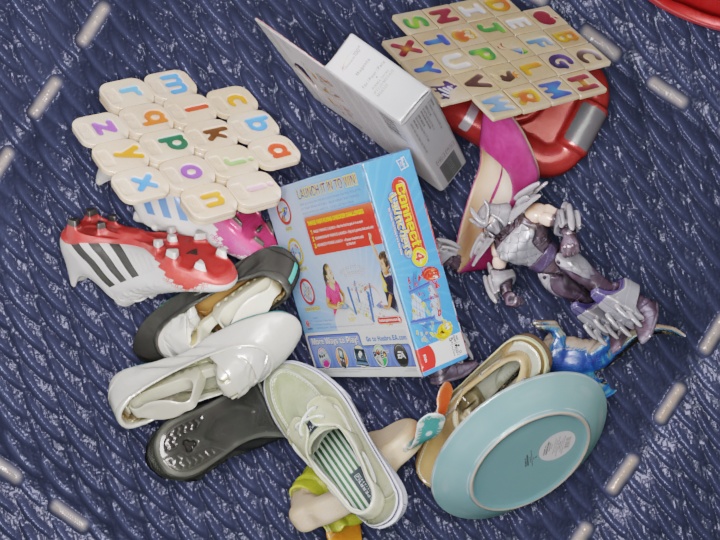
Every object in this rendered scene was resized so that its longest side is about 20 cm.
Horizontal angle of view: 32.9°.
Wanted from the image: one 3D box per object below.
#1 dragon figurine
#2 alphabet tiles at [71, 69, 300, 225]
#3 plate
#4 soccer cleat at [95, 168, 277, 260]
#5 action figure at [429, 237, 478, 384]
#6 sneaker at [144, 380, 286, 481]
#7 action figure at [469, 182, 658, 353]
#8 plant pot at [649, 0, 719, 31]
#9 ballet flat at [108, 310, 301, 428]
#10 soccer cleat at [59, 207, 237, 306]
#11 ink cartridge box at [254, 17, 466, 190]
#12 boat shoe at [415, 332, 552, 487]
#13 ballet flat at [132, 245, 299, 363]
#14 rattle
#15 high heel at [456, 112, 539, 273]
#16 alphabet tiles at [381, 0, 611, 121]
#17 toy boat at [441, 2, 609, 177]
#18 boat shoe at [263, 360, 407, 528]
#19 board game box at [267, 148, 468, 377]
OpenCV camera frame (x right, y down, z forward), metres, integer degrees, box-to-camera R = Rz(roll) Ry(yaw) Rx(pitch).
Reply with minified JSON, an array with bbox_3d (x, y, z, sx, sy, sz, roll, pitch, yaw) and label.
[{"bbox_3d":[0.227,0.101,1.243,0.198,0.059,0.100,-3,95,1],"label":"dragon figurine"},{"bbox_3d":[-0.165,-0.120,1.163,0.195,0.015,0.200,-19,55,-34],"label":"alphabet tiles"},{"bbox_3d":[0.162,0.181,1.197,0.199,0.026,0.201,-16,134,-17],"label":"plate"},{"bbox_3d":[-0.174,-0.062,1.219,0.200,0.070,0.086,40,116,-9],"label":"soccer cleat"},{"bbox_3d":[0.055,0.009,1.201,0.069,0.130,0.201,-26,106,-19],"label":"action figure"},{"bbox_3d":[-0.130,0.155,1.226,0.199,0.114,0.077,-24,89,-30],"label":"sneaker"},{"bbox_3d":[0.185,-0.003,1.148,0.199,0.130,0.070,35,53,-7],"label":"action figure"},{"bbox_3d":[0.373,-0.346,1.170,0.199,0.200,0.184,22,83,-4],"label":"plant pot"},{"bbox_3d":[-0.145,0.102,1.146,0.199,0.069,0.070,-20,93,7],"label":"ballet flat"},{"bbox_3d":[-0.207,0.000,1.186,0.199,0.069,0.086,14,117,20],"label":"soccer cleat"},{"bbox_3d":[0.006,-0.163,1.128,0.173,0.200,0.044,39,89,19],"label":"ink cartridge box"},{"bbox_3d":[0.107,0.145,1.199,0.072,0.076,0.201,38,116,14],"label":"boat shoe"},{"bbox_3d":[-0.146,0.045,1.189,0.199,0.069,0.068,-35,122,16],"label":"ballet flat"},{"bbox_3d":[0.038,0.219,1.198,0.199,0.130,0.143,-31,85,7],"label":"rattle"},{"bbox_3d":[0.119,-0.076,1.181,0.096,0.200,0.067,-31,57,-9],"label":"high heel"},{"bbox_3d":[0.127,-0.201,1.127,0.199,0.006,0.167,-17,51,-28],"label":"alphabet tiles"},{"bbox_3d":[0.153,-0.181,1.192,0.199,0.131,0.131,28,90,-4],"label":"toy boat"},{"bbox_3d":[-0.029,0.152,1.130,0.072,0.062,0.200,-45,59,1],"label":"boat shoe"},{"bbox_3d":[0.000,0.000,1.155,0.056,0.200,0.197,-19,96,-30],"label":"board game box"}]
